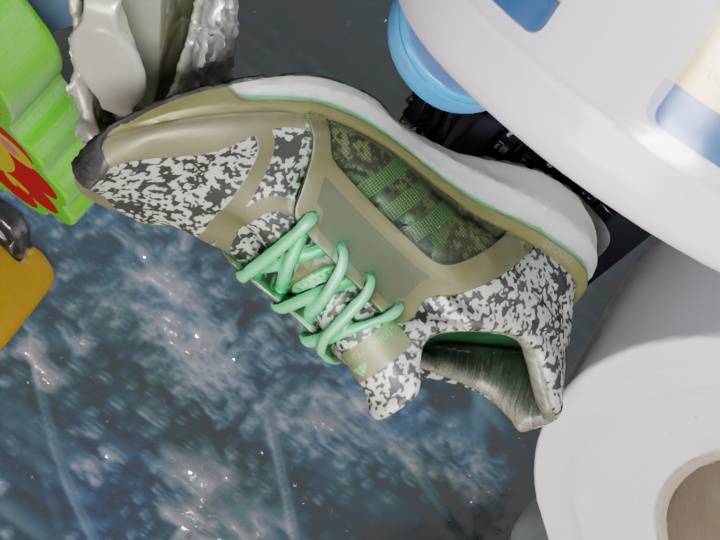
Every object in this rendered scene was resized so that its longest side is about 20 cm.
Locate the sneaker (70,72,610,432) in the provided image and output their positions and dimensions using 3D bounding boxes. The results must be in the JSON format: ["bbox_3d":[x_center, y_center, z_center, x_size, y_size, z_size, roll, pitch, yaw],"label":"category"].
[{"bbox_3d":[0.000,0.000,0.887,0.199,0.089,0.077,16,144,-29],"label":"sneaker"}]

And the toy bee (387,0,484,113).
[{"bbox_3d":[0.050,-0.107,0.819,0.130,0.109,0.200,-6,142,45],"label":"toy bee"}]

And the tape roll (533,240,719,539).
[{"bbox_3d":[0.162,0.077,0.953,0.201,0.071,0.203,19,139,17],"label":"tape roll"}]

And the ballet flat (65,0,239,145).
[{"bbox_3d":[-0.064,-0.110,0.855,0.071,0.072,0.201,21,139,15],"label":"ballet flat"}]

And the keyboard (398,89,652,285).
[{"bbox_3d":[0.059,-0.040,0.931,0.104,0.040,0.200,38,140,-6],"label":"keyboard"}]

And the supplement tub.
[{"bbox_3d":[0.115,-0.110,0.640,0.144,0.145,0.200,35,107,-1],"label":"supplement tub"}]

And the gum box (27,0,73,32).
[{"bbox_3d":[-0.097,-0.182,0.888,0.169,0.045,0.200,-12,123,42],"label":"gum box"}]

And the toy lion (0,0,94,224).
[{"bbox_3d":[-0.155,-0.090,0.964,0.192,0.069,0.200,46,168,-18],"label":"toy lion"}]

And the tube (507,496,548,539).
[{"bbox_3d":[0.131,0.165,1.084,0.052,0.058,0.200,-35,116,7],"label":"tube"}]

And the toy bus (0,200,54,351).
[{"bbox_3d":[-0.221,-0.036,1.108,0.200,0.065,0.078,44,140,-11],"label":"toy bus"}]
